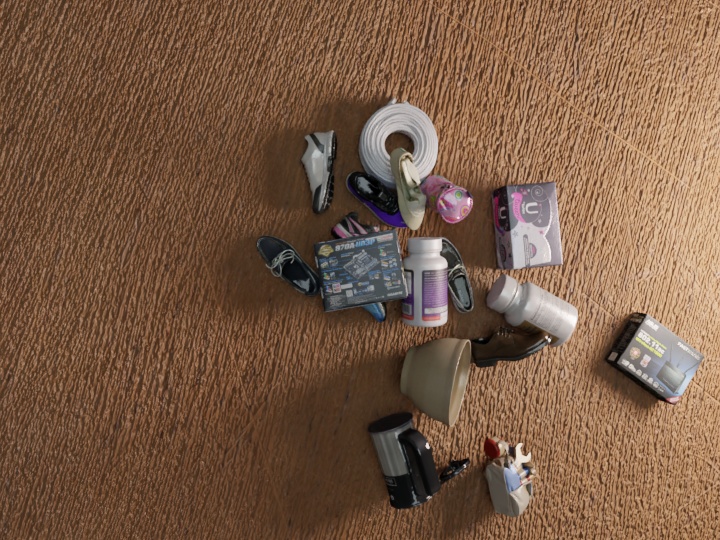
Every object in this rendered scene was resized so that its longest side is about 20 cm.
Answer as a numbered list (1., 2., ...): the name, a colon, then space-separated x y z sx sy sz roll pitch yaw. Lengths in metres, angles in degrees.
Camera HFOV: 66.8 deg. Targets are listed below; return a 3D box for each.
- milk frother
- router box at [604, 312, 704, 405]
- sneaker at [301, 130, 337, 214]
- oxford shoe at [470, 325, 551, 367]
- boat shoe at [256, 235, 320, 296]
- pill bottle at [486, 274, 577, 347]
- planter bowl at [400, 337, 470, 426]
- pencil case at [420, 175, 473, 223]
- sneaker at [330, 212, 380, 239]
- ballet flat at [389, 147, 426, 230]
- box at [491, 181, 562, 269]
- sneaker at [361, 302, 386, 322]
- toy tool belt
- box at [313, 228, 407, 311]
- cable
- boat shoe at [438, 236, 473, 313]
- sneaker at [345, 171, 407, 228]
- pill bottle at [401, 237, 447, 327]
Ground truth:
1. milk frother: 0.145 0.435 1.314 0.199 0.179 0.191 -19 93 -49
2. router box: 0.753 0.225 1.400 0.199 0.062 0.151 34 85 -5
3. sneaker: -0.104 -0.236 1.319 0.079 0.074 0.203 4 85 9
4. oxford shoe: 0.356 0.172 1.314 0.198 0.073 0.086 -19 96 26
5. boat shoe: -0.174 -0.011 1.297 0.075 0.062 0.200 -45 84 5
6. pill bottle: 0.417 0.094 1.340 0.198 0.114 0.116 28 87 -5
7. planter bowl: 0.173 0.248 1.289 0.133 0.200 0.203 11 88 21
8. pencil case: 0.196 -0.172 1.276 0.086 0.200 0.089 -2 107 -6
9. sneaker: 0.029 -0.066 1.320 0.199 0.080 0.087 39 81 -7
10. ballet flat: 0.118 -0.186 1.272 0.069 0.070 0.202 -22 112 -6
11. box: 0.405 -0.107 1.340 0.130 0.115 0.203 -5 90 -6
12. sneaker: -0.016 0.055 1.326 0.200 0.078 0.090 45 99 3
13. toy tool belt: 0.371 0.490 1.345 0.122 0.124 0.203 -16 95 -37
14. box: 0.000 0.000 1.258 0.197 0.046 0.162 -11 90 5
15. cable: 0.095 -0.302 1.332 0.200 0.069 0.200 45 85 -4
16. boat shoe: 0.235 0.009 1.343 0.071 0.071 0.202 -26 91 -5
17. sneaker: 0.052 -0.168 1.309 0.199 0.099 0.070 33 86 -8
18. pill bottle: 0.152 0.024 1.302 0.110 0.111 0.203 -2 99 -6
